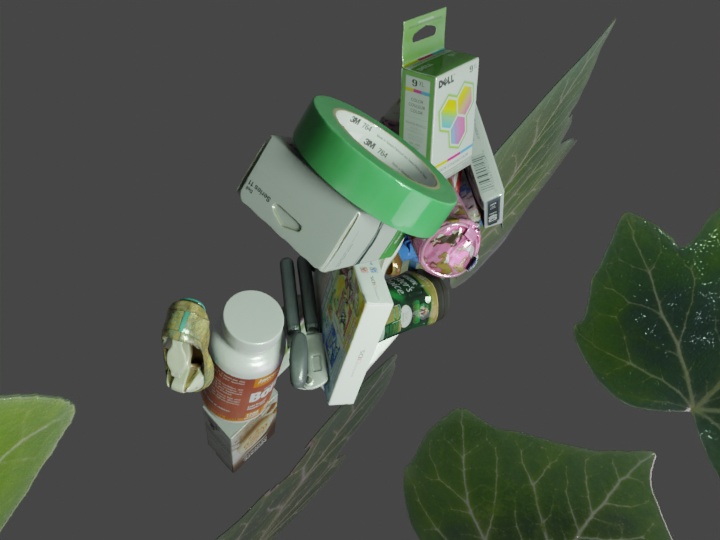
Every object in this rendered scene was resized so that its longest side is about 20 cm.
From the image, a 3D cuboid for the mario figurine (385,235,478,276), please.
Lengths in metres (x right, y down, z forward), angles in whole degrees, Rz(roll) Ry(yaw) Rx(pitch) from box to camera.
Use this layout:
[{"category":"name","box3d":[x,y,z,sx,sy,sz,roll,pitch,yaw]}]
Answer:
[{"category":"mario figurine","box3d":[0.113,-0.025,1.204,0.195,0.125,0.107,-13,149,-27]}]

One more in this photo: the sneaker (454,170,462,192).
[{"category":"sneaker","box3d":[0.091,-0.114,1.189,0.202,0.115,0.078,-53,180,14]}]

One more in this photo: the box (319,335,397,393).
[{"category":"box","box3d":[-0.024,0.124,1.370,0.200,0.106,0.152,-47,-170,-8]}]

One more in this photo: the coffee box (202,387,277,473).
[{"category":"coffee box","box3d":[-0.212,0.266,1.319,0.114,0.079,0.202,-41,163,-26]}]

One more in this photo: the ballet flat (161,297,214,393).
[{"category":"ballet flat","box3d":[-0.224,0.116,0.942,0.070,0.070,0.202,-38,158,-33]}]

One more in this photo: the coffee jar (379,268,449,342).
[{"category":"coffee jar","box3d":[0.053,0.060,1.245,0.196,0.103,0.088,-16,114,-33]}]

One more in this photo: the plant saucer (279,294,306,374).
[{"category":"plant saucer","box3d":[-0.116,0.097,1.227,0.201,0.050,0.201,-52,171,-11]}]

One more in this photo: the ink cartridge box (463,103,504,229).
[{"category":"ink cartridge box","box3d":[0.188,-0.178,1.206,0.042,0.203,0.200,-17,164,7]}]

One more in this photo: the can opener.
[{"category":"can opener","box3d":[-0.081,0.068,1.035,0.051,0.205,0.067,-6,151,-6]}]

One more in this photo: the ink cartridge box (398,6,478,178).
[{"category":"ink cartridge box","box3d":[0.101,-0.222,0.955,0.103,0.058,0.205,-33,134,-42]}]

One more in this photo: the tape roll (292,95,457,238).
[{"category":"tape roll","box3d":[0.018,-0.119,0.833,0.049,0.200,0.199,-52,164,20]}]

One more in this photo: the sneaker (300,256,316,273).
[{"category":"sneaker","box3d":[-0.017,-0.028,1.182,0.086,0.078,0.199,-52,164,12]}]

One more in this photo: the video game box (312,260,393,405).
[{"category":"video game box","box3d":[-0.023,0.049,1.019,0.045,0.185,0.203,3,133,-19]}]

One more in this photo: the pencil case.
[{"category":"pencil case","box3d":[0.103,-0.074,0.992,0.202,0.084,0.085,-103,-159,-58]}]

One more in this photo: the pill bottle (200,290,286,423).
[{"category":"pill bottle","box3d":[-0.166,0.122,1.049,0.112,0.112,0.202,-37,160,-37]}]

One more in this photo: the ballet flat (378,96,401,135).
[{"category":"ballet flat","box3d":[0.076,-0.210,1.051,0.198,0.068,0.073,-23,133,-54]}]

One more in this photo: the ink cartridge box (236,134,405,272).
[{"category":"ink cartridge box","box3d":[-0.032,-0.082,0.883,0.084,0.146,0.199,-55,165,19]}]

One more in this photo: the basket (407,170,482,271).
[{"category":"basket","box3d":[0.149,-0.092,1.352,0.175,0.137,0.205,-31,132,-45]}]

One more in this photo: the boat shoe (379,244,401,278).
[{"category":"boat shoe","box3d":[0.001,0.000,1.102,0.064,0.074,0.206,5,119,-43]}]
